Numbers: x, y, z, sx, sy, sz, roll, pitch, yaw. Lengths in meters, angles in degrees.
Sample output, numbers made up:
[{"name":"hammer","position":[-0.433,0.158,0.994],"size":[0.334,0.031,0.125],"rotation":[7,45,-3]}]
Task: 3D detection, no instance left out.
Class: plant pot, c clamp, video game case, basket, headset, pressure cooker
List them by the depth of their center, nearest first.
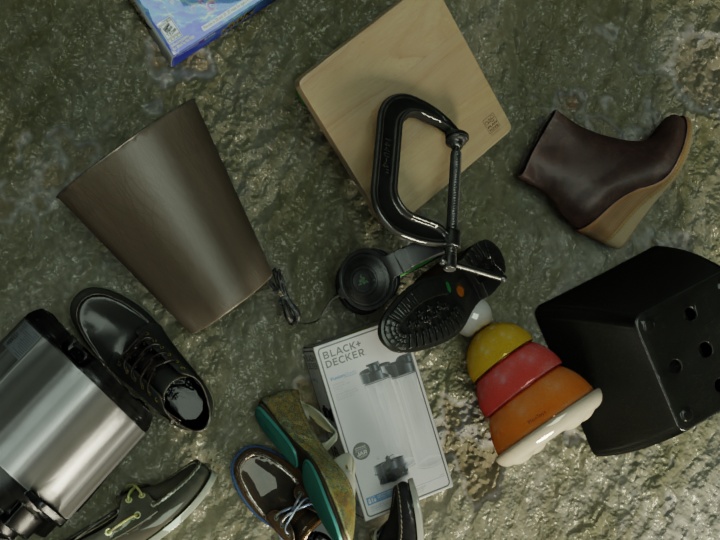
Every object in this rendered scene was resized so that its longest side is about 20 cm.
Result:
[{"name":"pressure cooker","position":[-0.330,0.162,1.013],"size":[0.178,0.176,0.200],"rotation":[43,74,-3]},{"name":"basket","position":[-0.192,-0.048,1.088],"size":[0.179,0.136,0.202],"rotation":[-35,98,-1]},{"name":"c clamp","position":[0.083,-0.094,1.117],"size":[0.168,0.027,0.204],"rotation":[11,67,-26]},{"name":"headset","position":[0.000,0.000,1.138],"size":[0.197,0.124,0.095],"rotation":[-28,86,-7]},{"name":"video game case","position":[-0.184,-0.365,1.156],"size":[0.199,0.045,0.183],"rotation":[-36,94,-14]},{"name":"plant pot","position":[0.355,0.094,1.188],"size":[0.197,0.177,0.203],"rotation":[-24,93,-14]}]

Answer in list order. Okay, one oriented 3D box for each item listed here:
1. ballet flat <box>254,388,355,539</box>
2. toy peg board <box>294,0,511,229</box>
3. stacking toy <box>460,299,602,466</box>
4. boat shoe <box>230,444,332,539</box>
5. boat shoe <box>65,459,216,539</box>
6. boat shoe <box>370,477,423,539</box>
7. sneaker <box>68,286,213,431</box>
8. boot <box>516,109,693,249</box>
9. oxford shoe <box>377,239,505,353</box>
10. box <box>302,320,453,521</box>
[{"name":"ballet flat","position":[-0.044,0.203,1.096],"size":[0.070,0.071,0.200],"rotation":[-30,52,-13]},{"name":"toy peg board","position":[0.039,-0.191,1.187],"size":[0.199,0.098,0.201],"rotation":[-39,111,-13]},{"name":"stacking toy","position":[0.173,0.110,1.183],"size":[0.144,0.146,0.202],"rotation":[-29,76,-14]},{"name":"boat shoe","position":[-0.063,0.271,1.123],"size":[0.200,0.072,0.072],"rotation":[45,77,-7]},{"name":"boat shoe","position":[-0.244,0.265,1.080],"size":[0.201,0.072,0.061],"rotation":[-38,100,-10]},{"name":"boat shoe","position":[0.037,0.317,1.118],"size":[0.059,0.074,0.203],"rotation":[-1,120,-3]},{"name":"sneaker","position":[-0.227,0.090,1.079],"size":[0.200,0.106,0.075],"rotation":[44,78,-7]},{"name":"boot","position":[0.303,-0.147,1.246],"size":[0.165,0.072,0.202],"rotation":[36,82,-11]},{"name":"oxford shoe","position":[0.080,0.039,1.140],"size":[0.199,0.084,0.074],"rotation":[-31,96,-41]},{"name":"box","position":[0.019,0.166,1.158],"size":[0.115,0.060,0.204],"rotation":[-16,90,-15]}]
